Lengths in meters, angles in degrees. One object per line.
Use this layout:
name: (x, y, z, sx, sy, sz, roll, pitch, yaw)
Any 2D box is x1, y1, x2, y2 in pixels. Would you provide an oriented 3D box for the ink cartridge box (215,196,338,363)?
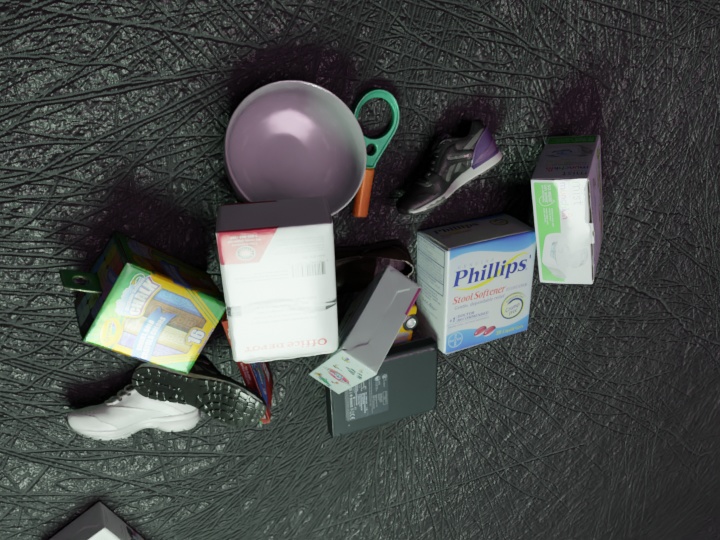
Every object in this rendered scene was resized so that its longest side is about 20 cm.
ink cartridge box: (-0.107, 0.014, 0.922, 0.144, 0.083, 0.201, -6, 122, -7)

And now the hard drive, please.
hard drive: (0.038, 0.200, 1.185, 0.199, 0.033, 0.140, -11, 117, -19)

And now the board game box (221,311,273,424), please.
board game box: (-0.172, 0.130, 1.080, 0.019, 0.103, 0.201, -12, 120, 2)

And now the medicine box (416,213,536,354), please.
medicine box: (0.200, 0.019, 1.220, 0.181, 0.103, 0.201, -13, 119, -22)

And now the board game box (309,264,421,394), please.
board game box: (0.003, 0.095, 1.041, 0.064, 0.200, 0.148, 33, 66, -5)

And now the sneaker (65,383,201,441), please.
sneaker: (-0.343, 0.203, 1.055, 0.199, 0.074, 0.088, -4, 103, -33)

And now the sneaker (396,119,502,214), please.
sneaker: (0.127, -0.170, 1.116, 0.200, 0.076, 0.088, -36, 111, -14)

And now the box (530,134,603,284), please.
box: (0.363, -0.106, 1.195, 0.177, 0.096, 0.201, -56, 140, -48)

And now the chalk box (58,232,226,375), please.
chalk box: (-0.308, 0.036, 0.951, 0.200, 0.124, 0.124, 28, 98, -35)

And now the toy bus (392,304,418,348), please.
toy bus: (0.041, 0.140, 1.217, 0.078, 0.065, 0.201, -1, 113, -25)

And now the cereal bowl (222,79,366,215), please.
cereal bowl: (-0.097, -0.159, 0.974, 0.199, 0.083, 0.201, 1, 87, -21)

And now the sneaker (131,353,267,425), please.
sneaker: (-0.230, 0.160, 1.039, 0.199, 0.088, 0.076, 21, 119, -6)

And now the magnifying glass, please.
magnifying glass: (0.014, -0.181, 1.079, 0.079, 0.022, 0.201, -1, 114, -27)

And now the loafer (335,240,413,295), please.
loafer: (0.000, 0.000, 1.125, 0.199, 0.071, 0.073, -19, 120, -19)

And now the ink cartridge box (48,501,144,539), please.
ink cartridge box: (-0.412, 0.489, 1.143, 0.115, 0.068, 0.200, -35, 124, -8)

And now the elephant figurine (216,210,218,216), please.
elephant figurine: (-0.124, 0.017, 1.031, 0.141, 0.155, 0.201, -22, 129, -58)
